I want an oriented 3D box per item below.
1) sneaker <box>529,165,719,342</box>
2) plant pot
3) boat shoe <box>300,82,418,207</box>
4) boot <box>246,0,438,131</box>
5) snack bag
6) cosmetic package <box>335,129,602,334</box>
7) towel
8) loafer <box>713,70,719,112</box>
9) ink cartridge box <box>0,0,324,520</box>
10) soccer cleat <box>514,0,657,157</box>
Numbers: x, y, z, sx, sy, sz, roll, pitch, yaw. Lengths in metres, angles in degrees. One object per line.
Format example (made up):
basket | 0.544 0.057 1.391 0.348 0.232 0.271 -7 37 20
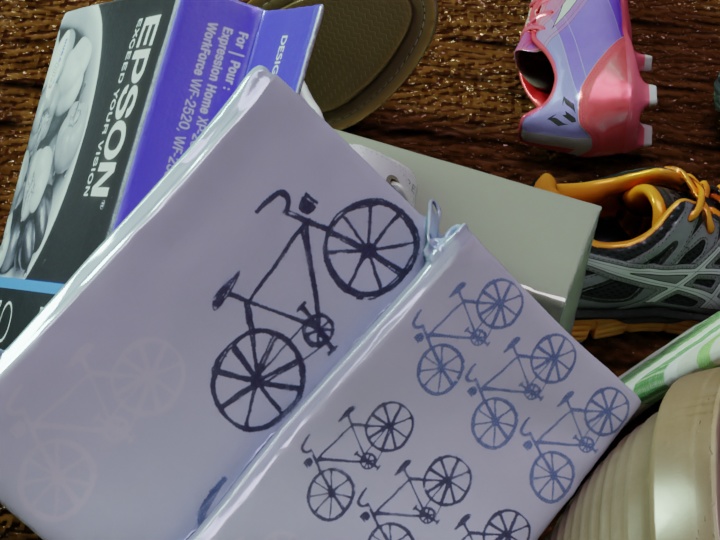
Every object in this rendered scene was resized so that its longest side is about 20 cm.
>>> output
sneaker | 0.159 -0.014 1.007 0.200 0.077 0.078 -7 42 -20
plant pot | 0.123 0.142 0.771 0.093 0.201 0.201 -14 36 22
boat shoe | -0.006 -0.023 0.851 0.069 0.071 0.200 -28 64 -13
boot | -0.006 -0.110 1.015 0.077 0.200 0.155 49 41 2
snack bag | -0.021 0.051 0.728 0.200 0.021 0.189 45 76 -13
cosmetic package | 0.000 0.000 0.945 0.200 0.104 0.073 17 43 11
towel | 0.163 0.029 0.879 0.152 0.200 0.023 -28 85 -37
loafer | 0.253 -0.078 1.066 0.068 0.070 0.201 10 24 -29
ink cartridge box | -0.096 -0.012 0.817 0.043 0.199 0.200 17 -6 -27
soccer cleat | 0.118 -0.138 1.151 0.076 0.067 0.200 -1 45 -3
